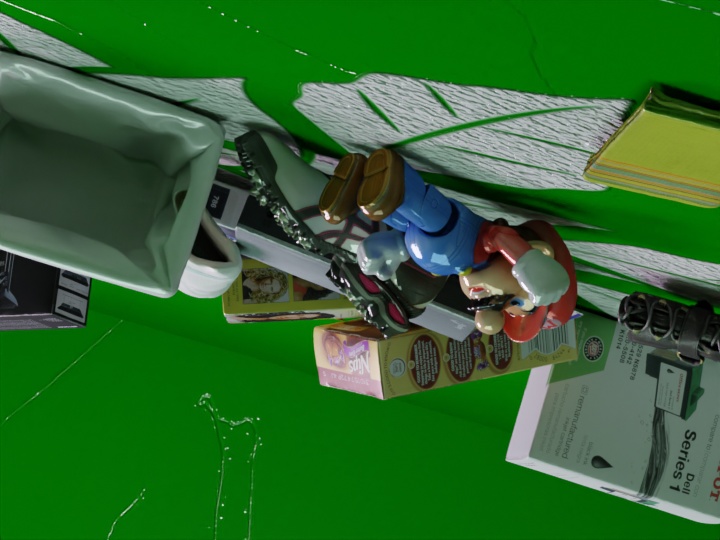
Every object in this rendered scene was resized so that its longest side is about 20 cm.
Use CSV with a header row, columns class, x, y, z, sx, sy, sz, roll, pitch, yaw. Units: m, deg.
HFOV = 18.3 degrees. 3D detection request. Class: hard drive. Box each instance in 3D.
class,x,y,z,sx,sy,sz,roll,pitch,yaw
hard drive,0.000,0.000,1.758,0.199,0.033,0.140,21,172,0

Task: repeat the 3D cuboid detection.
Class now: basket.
class,x,y,z,sx,sy,sz,roll,pitch,yaw
basket,-0.207,-0.066,1.642,0.199,0.136,0.123,18,175,0

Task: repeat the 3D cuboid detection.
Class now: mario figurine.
class,x,y,z,sx,sy,sz,roll,pitch,yaw
mario figurine,0.067,-0.003,1.558,0.200,0.106,0.124,28,-161,-27

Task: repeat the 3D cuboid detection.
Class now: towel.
class,x,y,z,sx,sy,sz,roll,pitch,yaw
towel,0.177,-0.064,1.215,0.086,0.018,0.200,12,172,-2

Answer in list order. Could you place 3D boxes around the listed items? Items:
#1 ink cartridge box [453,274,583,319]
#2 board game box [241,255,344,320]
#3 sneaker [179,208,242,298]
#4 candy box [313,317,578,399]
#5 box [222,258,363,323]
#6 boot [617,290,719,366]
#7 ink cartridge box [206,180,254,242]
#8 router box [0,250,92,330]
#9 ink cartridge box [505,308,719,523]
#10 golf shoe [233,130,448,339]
class,x,y,z,sx,sy,sz,roll,pitch,yaw
ink cartridge box,0.081,-0.008,1.786,0.199,0.039,0.099,20,172,-5
board game box,-0.106,-0.014,2.020,0.199,0.026,0.200,18,-171,-6
sneaker,-0.169,-0.059,1.768,0.200,0.071,0.080,38,162,-8
candy box,0.074,0.062,1.935,0.199,0.057,0.117,-12,-170,-28
box,-0.016,0.013,1.883,0.199,0.050,0.075,-4,173,0
boot,0.276,0.055,1.675,0.173,0.070,0.200,16,175,8
ink cartridge box,-0.123,-0.052,1.885,0.199,0.039,0.099,18,172,-8
router box,-0.323,-0.028,1.960,0.199,0.158,0.052,-2,165,31
ink cartridge box,0.250,0.131,2.019,0.199,0.147,0.084,18,172,-9
golf shoe,-0.012,-0.043,1.632,0.200,0.088,0.077,47,179,-29
